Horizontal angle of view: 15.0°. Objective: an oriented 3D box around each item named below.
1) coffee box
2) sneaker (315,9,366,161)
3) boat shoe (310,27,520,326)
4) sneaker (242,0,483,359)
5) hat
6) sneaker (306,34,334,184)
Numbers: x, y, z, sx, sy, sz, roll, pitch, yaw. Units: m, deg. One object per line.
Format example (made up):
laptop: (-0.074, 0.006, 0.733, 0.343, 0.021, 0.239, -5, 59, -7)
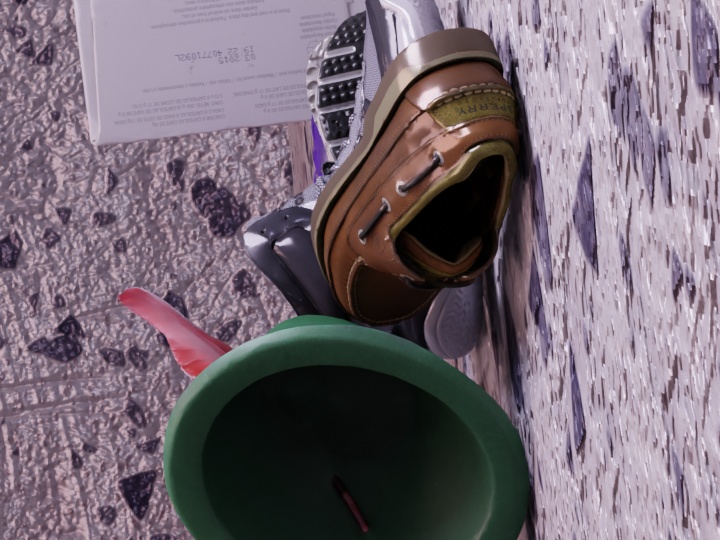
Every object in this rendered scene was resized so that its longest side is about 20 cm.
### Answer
coffee box: (-0.098, -0.227, 1.869, 0.198, 0.198, 0.201, -101, 5, -61)
sneaker: (0.017, -0.043, 1.472, 0.080, 0.073, 0.201, 90, 174, -73)
boat shoe: (0.025, -0.022, 1.243, 0.200, 0.071, 0.068, 104, 149, -56)
sneaker: (-0.005, -0.050, 1.376, 0.075, 0.113, 0.202, 1, -99, -77)
hat: (-0.011, 0.047, 1.349, 0.166, 0.199, 0.176, -56, 13, 30)
sneaker: (0.003, -0.060, 1.770, 0.100, 0.069, 0.202, -82, -9, -77)
